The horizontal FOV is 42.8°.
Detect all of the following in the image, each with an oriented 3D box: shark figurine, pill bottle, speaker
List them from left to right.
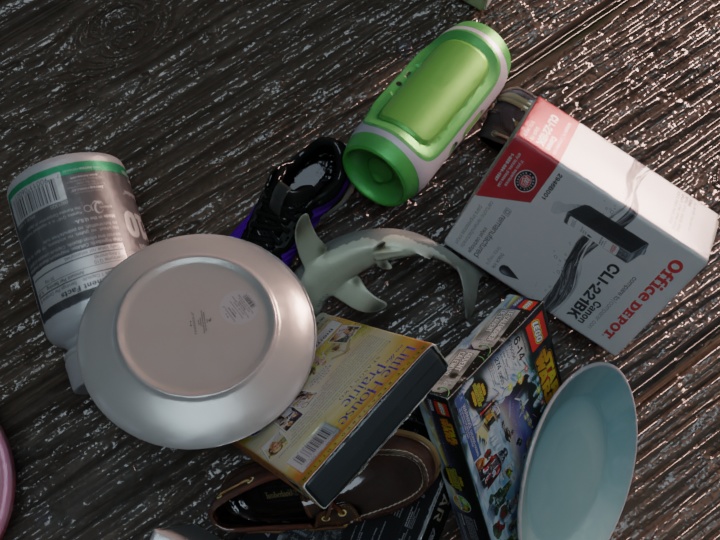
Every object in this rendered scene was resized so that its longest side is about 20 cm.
[{"bbox_3d":[-0.245,0.004,0.846,0.112,0.113,0.202,-19,79,-6],"label":"pill bottle"},{"bbox_3d":[0.015,-0.015,0.883,0.212,0.090,0.129,-10,111,3],"label":"shark figurine"},{"bbox_3d":[0.067,-0.154,0.889,0.088,0.089,0.200,36,62,6],"label":"speaker"}]

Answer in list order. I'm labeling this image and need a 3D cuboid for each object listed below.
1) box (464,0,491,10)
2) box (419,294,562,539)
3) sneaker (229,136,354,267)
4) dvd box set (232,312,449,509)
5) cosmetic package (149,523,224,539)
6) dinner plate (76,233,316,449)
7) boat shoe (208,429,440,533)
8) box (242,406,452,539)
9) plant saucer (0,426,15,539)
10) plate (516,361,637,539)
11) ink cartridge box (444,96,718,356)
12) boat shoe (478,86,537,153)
[{"bbox_3d":[0.101,-0.419,0.948,0.198,0.131,0.201,31,77,5],"label":"box"},{"bbox_3d":[0.125,0.142,0.783,0.137,0.040,0.201,-40,124,-34],"label":"box"},{"bbox_3d":[-0.079,-0.051,0.871,0.069,0.100,0.201,35,77,8],"label":"sneaker"},{"bbox_3d":[-0.031,0.105,0.755,0.146,0.200,0.029,-46,113,-18],"label":"dvd box set"},{"bbox_3d":[-0.104,0.328,0.749,0.199,0.166,0.168,25,77,5],"label":"cosmetic package"},{"bbox_3d":[-0.135,0.049,0.761,0.198,0.024,0.202,3,59,-5],"label":"dinner plate"},{"bbox_3d":[-0.032,0.182,0.753,0.198,0.070,0.071,-18,96,24],"label":"boat shoe"},{"bbox_3d":[0.003,0.186,0.814,0.159,0.044,0.201,16,75,30],"label":"box"},{"bbox_3d":[-0.408,0.199,0.827,0.198,0.051,0.203,1,77,-3],"label":"plant saucer"},{"bbox_3d":[0.187,0.177,0.808,0.025,0.200,0.202,10,72,42],"label":"plate"},{"bbox_3d":[0.201,-0.037,0.844,0.199,0.145,0.084,33,43,2],"label":"ink cartridge box"},{"bbox_3d":[0.202,-0.097,0.915,0.200,0.075,0.073,41,89,16],"label":"boat shoe"}]
